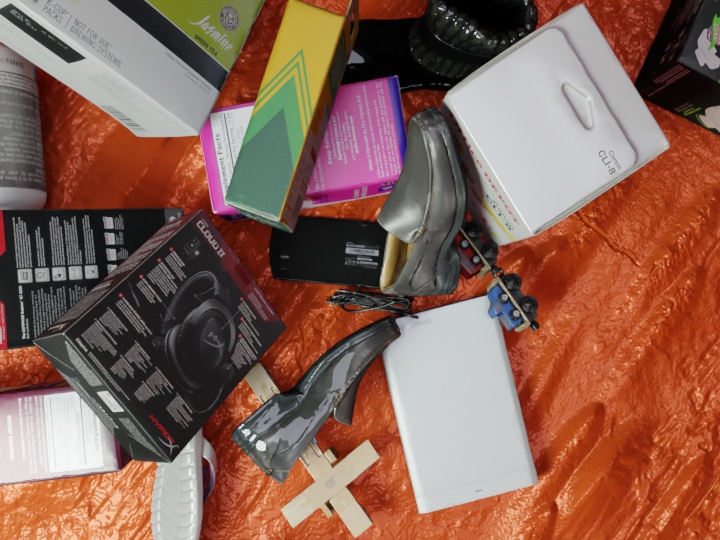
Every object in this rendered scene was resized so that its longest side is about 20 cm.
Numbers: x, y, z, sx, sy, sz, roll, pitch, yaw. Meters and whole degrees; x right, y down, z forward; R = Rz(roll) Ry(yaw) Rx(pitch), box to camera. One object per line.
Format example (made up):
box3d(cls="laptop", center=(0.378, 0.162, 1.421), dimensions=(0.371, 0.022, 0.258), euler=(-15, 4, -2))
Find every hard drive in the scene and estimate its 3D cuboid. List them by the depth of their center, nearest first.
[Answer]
box3d(cls="hard drive", center=(0.100, 0.138, 0.800), dimensions=(0.130, 0.026, 0.204), euler=(-14, 89, -1))

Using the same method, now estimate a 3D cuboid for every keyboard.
box3d(cls="keyboard", center=(0.000, 0.000, 0.805), dimensions=(0.196, 0.040, 0.106), euler=(5, 66, 0))

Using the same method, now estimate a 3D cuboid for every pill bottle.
box3d(cls="pill bottle", center=(-0.375, -0.112, 0.755), dimensions=(0.112, 0.114, 0.204), euler=(-6, 88, -1))

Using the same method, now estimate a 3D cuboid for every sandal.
box3d(cls="sandal", center=(-0.173, 0.201, 0.779), dimensions=(0.049, 0.082, 0.207), euler=(5, 86, -43))

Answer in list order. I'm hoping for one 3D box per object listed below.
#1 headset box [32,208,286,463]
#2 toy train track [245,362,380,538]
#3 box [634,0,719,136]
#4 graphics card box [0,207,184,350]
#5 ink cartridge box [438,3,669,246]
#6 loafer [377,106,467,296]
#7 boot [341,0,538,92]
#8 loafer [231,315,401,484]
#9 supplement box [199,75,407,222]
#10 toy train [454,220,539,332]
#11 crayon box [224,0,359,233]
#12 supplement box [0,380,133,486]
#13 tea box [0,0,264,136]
box3d(cls="headset box", center=(-0.173, 0.053, 0.714), dimensions=(0.150, 0.077, 0.201), euler=(56, 49, -21))
box3d(cls="toy train track", center=(-0.055, 0.185, 0.795), dimensions=(0.114, 0.033, 0.201), euler=(-37, 82, -1))
box3d(cls="box", center=(0.410, -0.216, 0.764), dimensions=(0.198, 0.124, 0.150), euler=(26, 90, -1))
box3d(cls="graphics card box", center=(-0.265, 0.004, 0.734), dimensions=(0.198, 0.051, 0.128), euler=(-5, 88, -37))
box3d(cls="ink cartridge box", center=(0.162, -0.123, 0.720), dimensions=(0.144, 0.200, 0.147), euler=(-33, 89, -2))
box3d(cls="loafer", center=(0.052, -0.051, 0.694), dimensions=(0.071, 0.073, 0.202), euler=(-14, 130, -11))
box3d(cls="boot", center=(0.056, -0.230, 0.742), dimensions=(0.207, 0.158, 0.081), euler=(-3, 89, -1))
box3d(cls="loafer", center=(-0.031, 0.125, 0.757), dimensions=(0.199, 0.073, 0.073), euler=(-40, 87, -4))
box3d(cls="supplement box", center=(-0.054, -0.119, 0.766), dimensions=(0.196, 0.101, 0.105), euler=(-9, 89, -1))
box3d(cls="toy train", center=(0.115, -0.017, 0.783), dimensions=(0.045, 0.034, 0.201), euler=(-33, 80, -14))
box3d(cls="crayon box", center=(-0.055, -0.140, 0.653), dimensions=(0.051, 0.126, 0.203), euler=(19, 88, 0))
box3d(cls="supplement box", center=(-0.322, 0.157, 0.750), dimensions=(0.196, 0.110, 0.087), euler=(-7, 87, -2))
box3d(cls="tea box", center=(-0.211, -0.260, 0.691), dimensions=(0.199, 0.133, 0.199), euler=(35, 73, -40))
